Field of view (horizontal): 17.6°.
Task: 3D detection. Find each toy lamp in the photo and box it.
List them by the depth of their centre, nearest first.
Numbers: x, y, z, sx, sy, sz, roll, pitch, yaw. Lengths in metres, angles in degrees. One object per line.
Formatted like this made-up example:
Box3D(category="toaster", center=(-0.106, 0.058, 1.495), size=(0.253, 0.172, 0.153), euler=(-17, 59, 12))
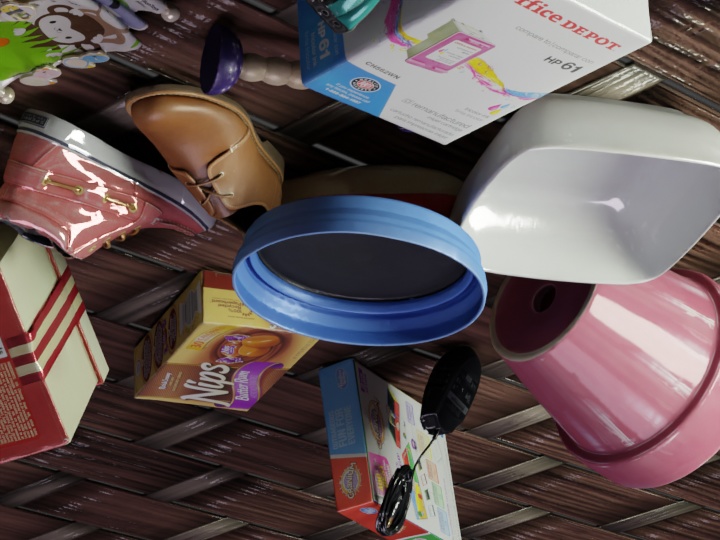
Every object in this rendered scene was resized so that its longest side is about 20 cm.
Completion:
Box3D(category="toy lamp", center=(-0.014, -0.137, 1.681), size=(0.200, 0.058, 0.058), euler=(9, 154, -19))

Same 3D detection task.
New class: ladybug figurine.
Box3D(category="ladybug figurine", center=(-0.001, -0.032, 1.896), size=(0.200, 0.072, 0.136), euler=(-10, 155, 16))

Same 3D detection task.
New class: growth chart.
Box3D(category="growth chart", center=(-0.225, -0.171, 1.630), size=(0.200, 0.018, 0.145), euler=(-20, 152, 35))

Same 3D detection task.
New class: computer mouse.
Box3D(category="computer mouse", center=(0.058, 0.160, 2.215), size=(0.034, 0.200, 0.059), euler=(19, 162, 31))

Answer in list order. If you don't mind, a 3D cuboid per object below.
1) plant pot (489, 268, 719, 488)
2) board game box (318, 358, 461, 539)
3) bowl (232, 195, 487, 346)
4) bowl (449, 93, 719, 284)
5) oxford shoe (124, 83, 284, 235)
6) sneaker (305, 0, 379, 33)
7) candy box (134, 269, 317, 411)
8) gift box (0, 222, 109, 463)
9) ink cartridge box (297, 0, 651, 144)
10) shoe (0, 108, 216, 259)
Box3D(category="plant pot", center=(0.217, 0.064, 2.014), size=(0.179, 0.200, 0.200), euler=(35, 139, -32))
Box3D(category="board game box", center=(0.031, 0.190, 2.301), size=(0.040, 0.153, 0.200), euler=(-20, 151, 22))
Box3D(category="bowl", center=(0.000, 0.000, 1.823), size=(0.201, 0.039, 0.201), euler=(4, 153, 2))
Box3D(category="bowl", center=(0.175, -0.069, 1.814), size=(0.200, 0.075, 0.200), euler=(5, 150, -18))
Box3D(category="oxford shoe", center=(-0.113, -0.083, 1.775), size=(0.071, 0.071, 0.200), euler=(-14, 152, 24))
Box3D(category="sneaker", center=(-0.054, -0.199, 1.509), size=(0.200, 0.084, 0.121), euler=(-16, 143, 25))
Box3D(category="candy box", center=(-0.124, 0.066, 2.128), size=(0.117, 0.056, 0.200), euler=(8, 153, -22))
Box3D(category="gift box", center=(-0.330, 0.052, 1.873), size=(0.200, 0.185, 0.187), euler=(-11, -162, 9))
Box3D(category="ink cartridge box", center=(0.076, -0.174, 1.567), size=(0.145, 0.085, 0.200), euler=(19, 147, -39))
Box3D(category="shoe", center=(-0.200, -0.046, 1.798), size=(0.071, 0.091, 0.200), euler=(17, 172, 45))
